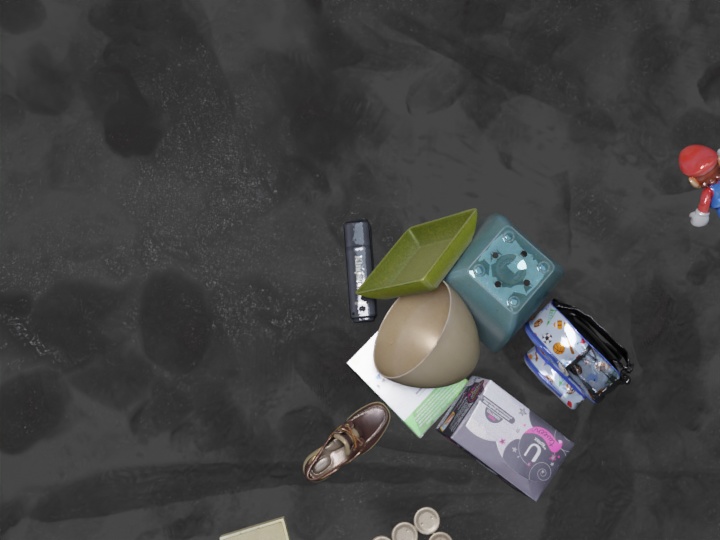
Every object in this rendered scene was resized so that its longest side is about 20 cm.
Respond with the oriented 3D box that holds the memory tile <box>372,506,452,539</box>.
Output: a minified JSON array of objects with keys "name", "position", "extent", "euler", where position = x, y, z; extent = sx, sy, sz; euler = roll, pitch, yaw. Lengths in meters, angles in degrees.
[{"name":"memory tile","position":[0.085,0.549,1.513],"extent":[0.199,0.017,0.154],"euler":[-30,83,-6]}]

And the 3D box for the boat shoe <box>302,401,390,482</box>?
[{"name":"boat shoe","position":[-0.024,0.321,1.517],"extent":[0.200,0.072,0.072],"euler":[-37,84,-7]}]

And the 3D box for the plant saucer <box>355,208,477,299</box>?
[{"name":"plant saucer","position":[0.113,-0.018,1.499],"extent":[0.048,0.199,0.200],"euler":[51,57,-18]}]

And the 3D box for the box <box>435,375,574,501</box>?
[{"name":"box","position":[0.263,0.302,1.491],"extent":[0.200,0.115,0.132],"euler":[38,82,-6]}]

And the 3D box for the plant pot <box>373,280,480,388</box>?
[{"name":"plant pot","position":[0.137,0.133,1.474],"extent":[0.134,0.200,0.201],"euler":[34,81,-26]}]

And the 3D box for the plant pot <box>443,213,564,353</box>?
[{"name":"plant pot","position":[0.258,0.011,1.510],"extent":[0.196,0.200,0.197],"euler":[42,82,5]}]

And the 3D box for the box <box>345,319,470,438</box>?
[{"name":"box","position":[0.090,0.197,1.560],"extent":[0.144,0.036,0.200],"euler":[-44,84,-8]}]

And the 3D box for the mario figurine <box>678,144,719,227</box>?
[{"name":"mario figurine","position":[0.699,-0.162,1.625],"extent":[0.200,0.106,0.123],"euler":[53,47,-4]}]

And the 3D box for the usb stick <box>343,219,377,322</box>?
[{"name":"usb stick","position":[0.000,0.000,1.588],"extent":[0.055,0.033,0.202],"euler":[-4,82,-3]}]

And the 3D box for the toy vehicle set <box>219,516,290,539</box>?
[{"name":"toy vehicle set","position":[-0.174,0.569,1.497],"extent":[0.123,0.027,0.201],"euler":[-15,82,-4]}]

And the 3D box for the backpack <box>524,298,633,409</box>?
[{"name":"backpack","position":[0.387,0.150,1.507],"extent":[0.154,0.200,0.191],"euler":[-38,83,8]}]
